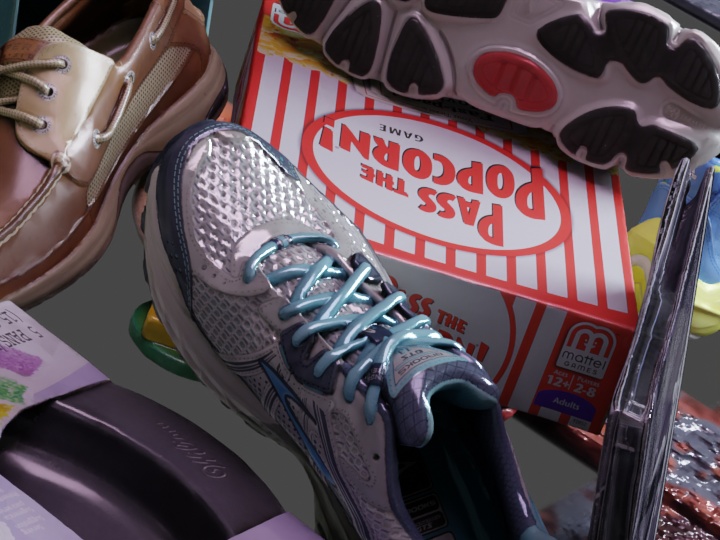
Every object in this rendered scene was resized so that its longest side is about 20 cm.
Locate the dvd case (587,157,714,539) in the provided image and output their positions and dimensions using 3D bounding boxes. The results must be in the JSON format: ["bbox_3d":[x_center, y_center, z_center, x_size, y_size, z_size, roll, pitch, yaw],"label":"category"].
[{"bbox_3d":[0.088,0.068,0.824,0.016,0.150,0.200,10,25,10],"label":"dvd case"}]

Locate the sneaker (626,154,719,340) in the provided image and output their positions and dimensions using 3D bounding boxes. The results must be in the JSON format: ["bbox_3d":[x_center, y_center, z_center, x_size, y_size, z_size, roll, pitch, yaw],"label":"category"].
[{"bbox_3d":[0.187,-0.034,1.133,0.076,0.106,0.200,33,29,24],"label":"sneaker"}]

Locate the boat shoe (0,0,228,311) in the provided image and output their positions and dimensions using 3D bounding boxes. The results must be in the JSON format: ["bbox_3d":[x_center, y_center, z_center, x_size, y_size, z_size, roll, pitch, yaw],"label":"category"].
[{"bbox_3d":[-0.119,-0.054,0.949,0.075,0.074,0.200,4,34,25],"label":"boat shoe"}]

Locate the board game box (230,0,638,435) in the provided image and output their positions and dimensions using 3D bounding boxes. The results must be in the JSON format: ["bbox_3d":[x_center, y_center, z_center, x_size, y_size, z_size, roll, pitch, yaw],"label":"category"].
[{"bbox_3d":[0.022,-0.026,0.959,0.151,0.047,0.200,16,27,-7],"label":"board game box"}]

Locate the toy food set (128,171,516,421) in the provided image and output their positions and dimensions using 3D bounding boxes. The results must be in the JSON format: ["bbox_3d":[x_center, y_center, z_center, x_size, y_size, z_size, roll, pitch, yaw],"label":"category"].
[{"bbox_3d":[0.000,0.000,1.003,0.197,0.049,0.200,19,27,-1],"label":"toy food set"}]

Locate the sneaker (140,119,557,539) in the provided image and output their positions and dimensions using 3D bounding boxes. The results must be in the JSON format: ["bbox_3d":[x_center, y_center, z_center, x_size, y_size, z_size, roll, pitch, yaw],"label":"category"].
[{"bbox_3d":[0.006,0.032,0.801,0.077,0.086,0.201,-29,83,-29],"label":"sneaker"}]

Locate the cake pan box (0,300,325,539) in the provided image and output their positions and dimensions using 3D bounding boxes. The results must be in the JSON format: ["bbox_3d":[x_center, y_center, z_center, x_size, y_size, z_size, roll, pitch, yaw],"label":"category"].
[{"bbox_3d":[-0.110,0.092,0.750,0.184,0.053,0.200,37,31,26],"label":"cake pan box"}]

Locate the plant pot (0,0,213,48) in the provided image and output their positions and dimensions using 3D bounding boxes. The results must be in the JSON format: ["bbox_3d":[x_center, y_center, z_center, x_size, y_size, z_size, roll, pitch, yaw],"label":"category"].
[{"bbox_3d":[-0.178,-0.152,1.070,0.199,0.142,0.141,22,25,25],"label":"plant pot"}]

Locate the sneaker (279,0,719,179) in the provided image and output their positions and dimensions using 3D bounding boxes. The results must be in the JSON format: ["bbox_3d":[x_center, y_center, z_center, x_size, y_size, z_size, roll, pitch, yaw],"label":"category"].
[{"bbox_3d":[0.054,-0.094,1.000,0.199,0.081,0.083,30,10,5],"label":"sneaker"}]
